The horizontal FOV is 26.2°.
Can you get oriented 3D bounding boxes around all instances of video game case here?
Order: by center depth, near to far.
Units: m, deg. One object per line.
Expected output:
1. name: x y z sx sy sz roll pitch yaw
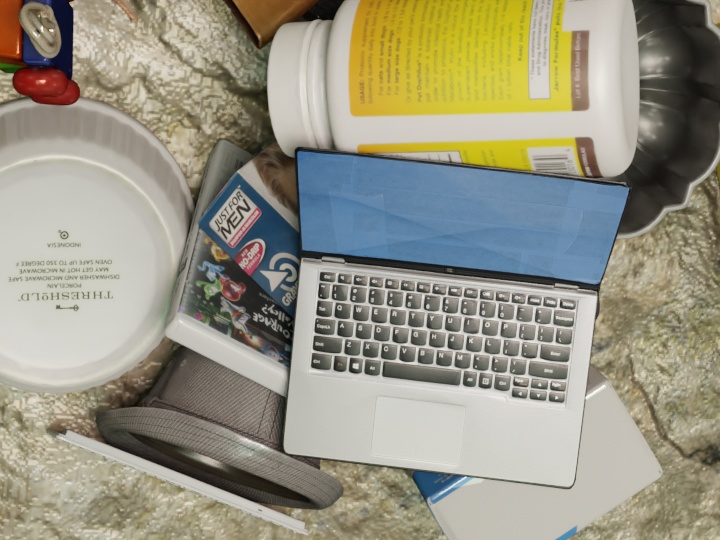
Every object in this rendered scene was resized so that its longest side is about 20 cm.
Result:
1. video game case: -0.028 0.019 1.050 0.199 0.183 0.023 29 130 -18

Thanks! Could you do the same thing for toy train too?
1. toy train: -0.235 -0.150 0.940 0.115 0.200 0.086 1 92 -4

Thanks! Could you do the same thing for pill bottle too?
1. pill bottle: 0.052 -0.105 0.870 0.198 0.109 0.110 0 108 17

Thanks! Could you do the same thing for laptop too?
1. laptop: 0.049 0.034 0.904 0.185 0.116 0.202 7 98 3

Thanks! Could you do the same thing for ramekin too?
1. ramekin: -0.204 -0.011 1.040 0.200 0.094 0.204 -3 106 -11

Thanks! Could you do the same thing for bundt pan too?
1. bundt pan: 0.159 -0.124 1.094 0.200 0.076 0.204 -3 106 -10

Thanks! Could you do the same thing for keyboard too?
1. keyboard: -0.132 0.154 1.124 0.199 0.056 0.011 25 75 -17

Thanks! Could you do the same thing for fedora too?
1. fedora: -0.087 0.098 1.070 0.176 0.200 0.091 23 75 -11

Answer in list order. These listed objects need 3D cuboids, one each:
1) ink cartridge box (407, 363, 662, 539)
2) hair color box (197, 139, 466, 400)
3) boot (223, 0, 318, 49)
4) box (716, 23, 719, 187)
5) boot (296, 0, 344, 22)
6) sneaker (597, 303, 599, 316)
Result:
1. ink cartridge box: 0.101 0.115 1.087 0.144 0.200 0.085 -33 108 -1
2. hair color box: 0.000 0.000 1.022 0.200 0.100 0.061 44 130 1
3. boot: 0.010 -0.206 0.989 0.199 0.069 0.189 -36 84 -17
4. box: 0.296 -0.081 1.139 0.050 0.075 0.202 -17 110 -7
5. boot: -0.011 -0.115 1.058 0.200 0.070 0.132 46 135 14
6. sneaker: 0.107 -0.036 1.031 0.082 0.072 0.202 -12 111 -1
